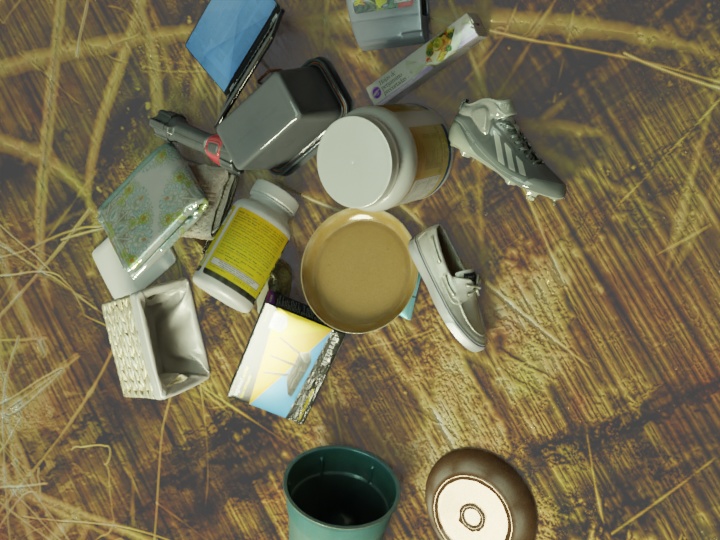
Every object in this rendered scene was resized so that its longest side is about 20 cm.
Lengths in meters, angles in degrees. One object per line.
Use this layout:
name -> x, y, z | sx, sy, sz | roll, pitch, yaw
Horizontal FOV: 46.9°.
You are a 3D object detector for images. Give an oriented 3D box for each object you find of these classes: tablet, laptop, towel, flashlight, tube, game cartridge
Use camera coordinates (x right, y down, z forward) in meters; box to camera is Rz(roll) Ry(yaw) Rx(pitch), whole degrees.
tablet -> -0.449, -0.027, 1.639 | 0.198, 0.014, 0.132 | -34, 83, 32
laptop -> -0.221, -0.376, 1.369 | 0.114, 0.202, 0.188 | 30, 121, -17
towel -> -0.310, -0.123, 1.484 | 0.196, 0.034, 0.136 | 4, 71, 31
flashlight -> -0.277, -0.231, 1.464 | 0.197, 0.068, 0.068 | 25, 151, 29
tube -> 0.002, 0.015, 1.360 | 0.196, 0.050, 0.079 | 17, 105, 23
game cartridge -> 0.037, -0.439, 1.245 | 0.130, 0.041, 0.206 | 2, 102, 35
towel -> -0.367, -0.107, 1.465 | 0.200, 0.048, 0.172 | -43, 57, 8

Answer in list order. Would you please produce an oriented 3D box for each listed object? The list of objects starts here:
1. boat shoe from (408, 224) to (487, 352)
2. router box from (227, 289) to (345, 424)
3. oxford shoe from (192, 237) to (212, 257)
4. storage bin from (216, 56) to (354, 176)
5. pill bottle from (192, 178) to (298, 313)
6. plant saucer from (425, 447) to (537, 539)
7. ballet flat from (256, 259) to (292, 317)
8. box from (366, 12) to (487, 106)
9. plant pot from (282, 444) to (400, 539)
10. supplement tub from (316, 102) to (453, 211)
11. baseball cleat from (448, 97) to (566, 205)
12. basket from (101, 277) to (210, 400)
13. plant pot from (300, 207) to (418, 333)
boat shoe -> 0.148, 0.023, 1.262 | 0.069, 0.070, 0.203 | -33, 78, 31
router box -> -0.126, 0.151, 1.423 | 0.146, 0.051, 0.203 | 21, 115, -8
oxford shoe -> -0.253, -0.048, 1.476 | 0.198, 0.084, 0.074 | 34, 118, 22
storage bin -> -0.133, -0.250, 1.330 | 0.198, 0.134, 0.148 | -33, 84, 31
pill bottle -> -0.184, -0.043, 1.378 | 0.111, 0.113, 0.203 | 24, 78, 23
plant saucer -> 0.186, 0.390, 1.337 | 0.196, 0.036, 0.206 | 7, 105, 29
ballet flat -> -0.157, 0.082, 1.457 | 0.069, 0.070, 0.206 | 12, 107, 28
box -> 0.096, -0.308, 1.234 | 0.198, 0.041, 0.039 | -31, 84, 33
plant pot -> -0.042, 0.439, 1.403 | 0.197, 0.199, 0.201 | 21, 118, 25
supplement tub -> 0.038, -0.166, 1.206 | 0.142, 0.199, 0.149 | 7, 104, 29
baseball cleat -> 0.215, -0.179, 1.174 | 0.198, 0.069, 0.108 | 32, 115, 21
basket -> -0.387, 0.130, 1.568 | 0.121, 0.135, 0.205 | -8, 97, 35
plant pot -> 0.000, 0.000, 1.329 | 0.195, 0.027, 0.206 | -3, 80, 15
